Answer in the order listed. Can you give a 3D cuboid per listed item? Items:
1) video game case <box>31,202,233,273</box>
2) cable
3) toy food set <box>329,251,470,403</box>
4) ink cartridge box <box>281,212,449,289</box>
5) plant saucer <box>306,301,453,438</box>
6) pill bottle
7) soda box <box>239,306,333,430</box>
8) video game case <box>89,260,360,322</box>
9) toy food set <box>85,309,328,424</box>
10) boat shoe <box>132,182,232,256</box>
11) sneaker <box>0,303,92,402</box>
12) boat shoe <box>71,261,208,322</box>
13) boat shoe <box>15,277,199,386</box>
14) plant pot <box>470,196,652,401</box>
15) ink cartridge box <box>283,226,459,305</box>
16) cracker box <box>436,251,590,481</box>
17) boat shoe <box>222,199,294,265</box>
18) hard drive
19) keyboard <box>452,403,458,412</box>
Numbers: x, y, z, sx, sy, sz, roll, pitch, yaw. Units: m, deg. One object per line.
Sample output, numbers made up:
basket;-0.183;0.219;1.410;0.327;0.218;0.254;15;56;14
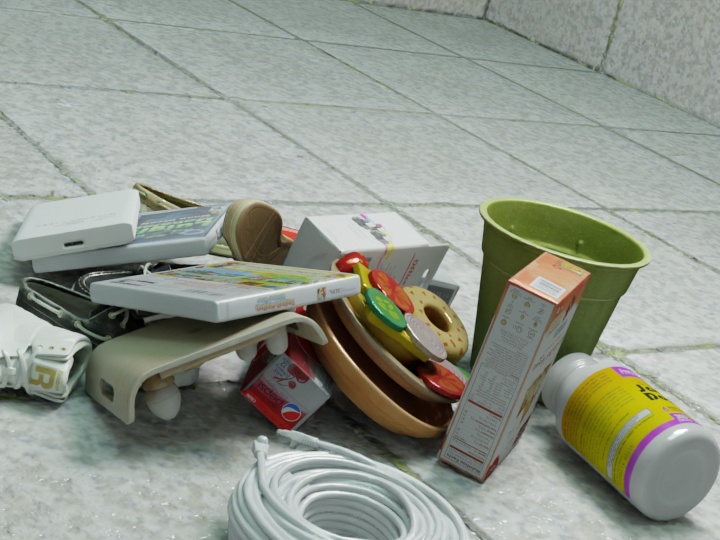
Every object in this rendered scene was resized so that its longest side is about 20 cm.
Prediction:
video game case;-0.252;-0.040;1.627;0.198;0.024;0.182;-5;15;7
cable;-0.012;0.216;1.154;0.198;0.070;0.200;17;20;3
toy food set;0.046;0.059;1.462;0.200;0.049;0.199;39;18;-27
ink cartridge box;0.000;0.000;1.620;0.199;0.116;0.068;-5;41;-50
plant saucer;0.014;0.095;1.446;0.200;0.037;0.200;42;16;-15
pill bottle;0.269;0.161;1.462;0.103;0.105;0.200;3;23;-31
soda box;-0.065;0.086;1.447;0.070;0.063;0.200;43;16;-9
video game case;-0.131;0.018;1.378;0.181;0.023;0.199;-10;11;-44
toy food set;-0.146;0.083;1.325;0.198;0.061;0.143;-20;15;-23
boat shoe;-0.195;-0.065;1.799;0.199;0.064;0.073;10;20;-15
sneaker;-0.321;0.081;1.285;0.115;0.074;0.200;18;18;18
boat shoe;-0.211;0.020;1.544;0.198;0.061;0.074;9;37;-19
boat shoe;-0.251;0.060;1.409;0.198;0.064;0.071;17;19;5
plant pot;0.204;0.042;1.613;0.198;0.192;0.200;14;18;-5
ink cartridge box;0.003;-0.020;1.804;0.199;0.044;0.174;13;21;-36
cracker box;0.153;0.093;1.413;0.057;0.202;0.134;26;22;15
boat shoe;-0.125;-0.036;1.601;0.064;0.072;0.200;28;-11;17
hard drive;-0.319;-0.054;1.623;0.130;0.027;0.200;-9;14;-5
keyboard;0.082;0.113;1.598;0.056;0.011;0.200;6;22;-25
